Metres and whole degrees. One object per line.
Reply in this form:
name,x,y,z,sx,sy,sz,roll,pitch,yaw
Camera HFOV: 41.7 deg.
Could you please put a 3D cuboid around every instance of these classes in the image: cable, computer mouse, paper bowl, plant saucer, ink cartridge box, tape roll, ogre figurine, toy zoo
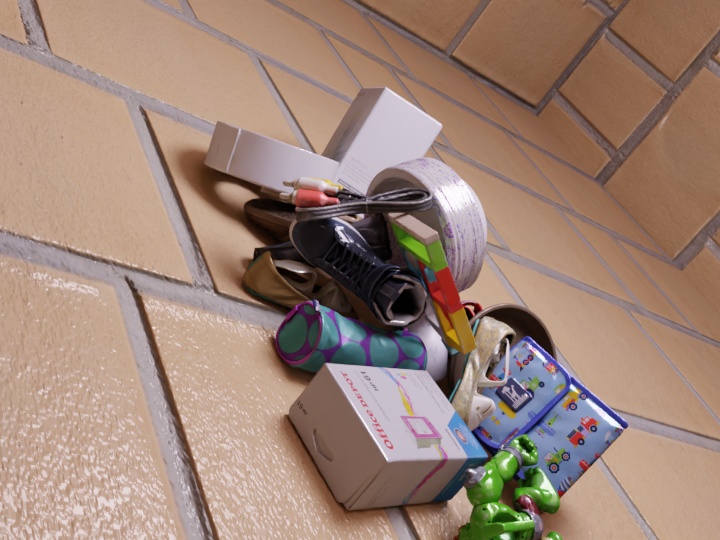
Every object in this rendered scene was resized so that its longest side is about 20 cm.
cable,-0.008,-0.096,1.230,0.198,0.051,0.097,-1,22,13
computer mouse,0.091,0.069,1.394,0.109,0.044,0.201,2,54,-22
paper bowl,0.101,-0.061,1.347,0.104,0.202,0.201,-19,55,-31
plant saucer,0.201,0.147,1.354,0.199,0.202,0.029,26,-13,-29
ink cartridge box,0.034,0.191,1.100,0.199,0.085,0.145,9,36,-49
tape roll,-0.136,-0.165,1.449,0.201,0.071,0.202,19,6,-2
ogre figurine,0.176,0.294,1.085,0.119,0.202,0.098,6,-5,-36
toy zoo,0.097,0.025,1.233,0.201,0.020,0.131,68,-11,-22

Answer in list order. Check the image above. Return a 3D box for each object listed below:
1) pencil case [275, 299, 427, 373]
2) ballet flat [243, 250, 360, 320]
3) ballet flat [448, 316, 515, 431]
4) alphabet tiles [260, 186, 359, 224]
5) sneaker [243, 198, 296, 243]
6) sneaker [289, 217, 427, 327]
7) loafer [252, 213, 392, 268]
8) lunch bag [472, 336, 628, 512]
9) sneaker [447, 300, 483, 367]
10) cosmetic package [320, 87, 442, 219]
pencil case,-0.008,0.098,1.217,0.199,0.085,0.093,21,42,-38
ballet flat,-0.064,0.033,1.286,0.199,0.063,0.069,25,24,-31
ballet flat,0.156,0.154,1.246,0.070,0.071,0.201,32,64,-15
alphabet tiles,-0.057,-0.093,1.485,0.198,0.015,0.196,20,1,4
sneaker,-0.090,-0.046,1.410,0.199,0.076,0.070,20,23,14
sneaker,0.001,-0.001,1.237,0.202,0.077,0.146,35,3,-16
loafer,-0.055,-0.042,1.330,0.198,0.073,0.073,-7,6,-14
lunch bag,0.233,0.198,1.281,0.200,0.150,0.094,44,-8,18
sneaker,0.169,0.092,1.446,0.067,0.109,0.201,4,15,10
cosmetic package,0.017,-0.198,1.610,0.122,0.201,0.199,32,2,-15
